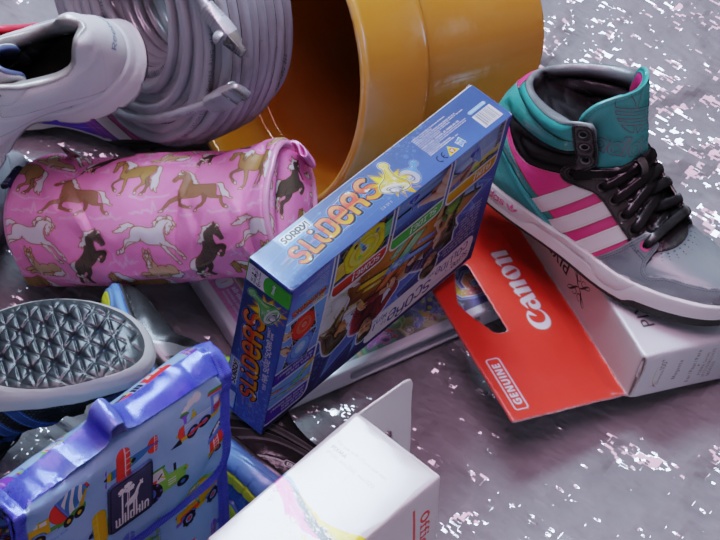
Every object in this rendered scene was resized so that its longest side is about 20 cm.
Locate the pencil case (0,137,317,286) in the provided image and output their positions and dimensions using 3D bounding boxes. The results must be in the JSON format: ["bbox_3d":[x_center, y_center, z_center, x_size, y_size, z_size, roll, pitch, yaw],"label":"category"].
[{"bbox_3d":[-0.122,-0.036,1.555,0.199,0.087,0.083,-2,18,24],"label":"pencil case"}]

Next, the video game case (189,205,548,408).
[{"bbox_3d":[0.000,0.000,1.610,0.199,0.018,0.143,-22,55,-20],"label":"video game case"}]

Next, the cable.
[{"bbox_3d":[-0.123,-0.177,1.569,0.069,0.200,0.201,-21,86,-31],"label":"cable"}]

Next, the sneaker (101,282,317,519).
[{"bbox_3d":[-0.089,0.081,1.515,0.083,0.071,0.200,-27,57,-38],"label":"sneaker"}]

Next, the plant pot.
[{"bbox_3d":[0.012,-0.151,1.624,0.183,0.201,0.200,-14,50,-36],"label":"plant pot"}]

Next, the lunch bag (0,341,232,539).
[{"bbox_3d":[-0.145,0.119,1.381,0.150,0.200,0.094,-34,70,-26],"label":"lunch bag"}]

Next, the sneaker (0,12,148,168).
[{"bbox_3d":[-0.230,-0.105,1.525,0.199,0.087,0.075,-31,71,10],"label":"sneaker"}]

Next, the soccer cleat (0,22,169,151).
[{"bbox_3d":[-0.178,-0.129,1.671,0.199,0.073,0.068,5,49,1],"label":"soccer cleat"}]

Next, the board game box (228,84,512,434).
[{"bbox_3d":[0.004,-0.007,1.472,0.034,0.136,0.200,37,53,19],"label":"board game box"}]

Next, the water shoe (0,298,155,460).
[{"bbox_3d":[-0.217,0.073,1.493,0.199,0.079,0.072,-11,53,0],"label":"water shoe"}]

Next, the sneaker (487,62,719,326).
[{"bbox_3d":[0.164,-0.061,1.532,0.200,0.121,0.084,33,45,15],"label":"sneaker"}]

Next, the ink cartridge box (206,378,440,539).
[{"bbox_3d":[-0.019,0.164,1.410,0.067,0.117,0.200,36,58,25],"label":"ink cartridge box"}]

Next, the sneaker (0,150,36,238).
[{"bbox_3d":[-0.306,-0.067,1.617,0.199,0.075,0.115,25,53,11],"label":"sneaker"}]

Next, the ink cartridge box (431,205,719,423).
[{"bbox_3d":[0.130,-0.005,1.584,0.173,0.044,0.200,-10,51,-28],"label":"ink cartridge box"}]
